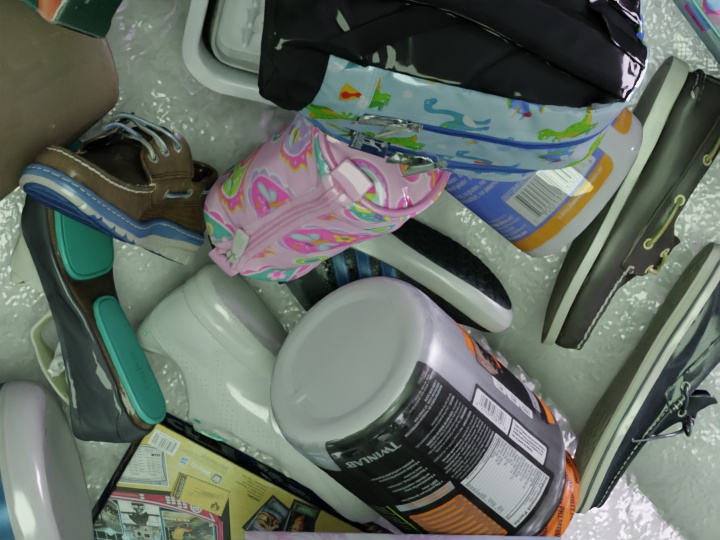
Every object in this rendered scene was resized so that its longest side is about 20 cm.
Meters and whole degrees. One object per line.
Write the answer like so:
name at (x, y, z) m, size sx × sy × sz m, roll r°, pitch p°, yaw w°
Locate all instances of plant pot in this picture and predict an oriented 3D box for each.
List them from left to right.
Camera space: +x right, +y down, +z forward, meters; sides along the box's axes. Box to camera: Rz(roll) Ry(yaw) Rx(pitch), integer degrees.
plant pot at (-0.243, -0.113, 1.267) m, size 0.174 × 0.200 × 0.201 m, roll -27°, pitch 104°, yaw -16°

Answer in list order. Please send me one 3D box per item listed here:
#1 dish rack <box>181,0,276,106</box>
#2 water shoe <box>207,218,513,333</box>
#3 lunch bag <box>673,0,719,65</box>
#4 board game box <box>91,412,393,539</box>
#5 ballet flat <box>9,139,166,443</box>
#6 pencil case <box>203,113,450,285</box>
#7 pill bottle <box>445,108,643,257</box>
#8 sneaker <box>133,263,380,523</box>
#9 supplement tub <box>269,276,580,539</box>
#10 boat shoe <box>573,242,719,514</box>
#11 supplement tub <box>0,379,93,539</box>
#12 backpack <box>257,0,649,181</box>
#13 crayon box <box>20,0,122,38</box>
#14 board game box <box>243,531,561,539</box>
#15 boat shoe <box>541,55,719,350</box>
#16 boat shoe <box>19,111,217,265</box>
dish rack at (0.009, -0.160, 1.201) m, size 0.199 × 0.044 × 0.172 m, roll 12°, pitch 131°, yaw -8°
water shoe at (0.000, 0.000, 1.368) m, size 0.200 × 0.072 × 0.079 m, roll 28°, pitch 109°, yaw -1°
lunch bag at (0.298, -0.200, 1.341) m, size 0.200 × 0.077 × 0.160 m, roll -40°, pitch 102°, yaw 4°
board game box at (-0.083, 0.195, 1.413) m, size 0.200 × 0.035 × 0.136 m, roll 30°, pitch 99°, yaw -11°
ballet flat at (-0.183, 0.015, 1.342) m, size 0.073 × 0.073 × 0.201 m, roll -18°, pitch 87°, yaw -1°
pencil case at (-0.023, -0.047, 1.226) m, size 0.087 × 0.200 × 0.088 m, roll 6°, pitch 76°, yaw -24°
pill bottle at (0.067, -0.108, 1.323) m, size 0.200 × 0.112 × 0.112 m, roll 38°, pitch 96°, yaw -11°
sneaker at (-0.065, 0.092, 1.384) m, size 0.088 × 0.075 × 0.200 m, roll -34°, pitch 102°, yaw 20°
supplement tub at (0.046, 0.102, 1.333) m, size 0.122 × 0.123 × 0.200 m, roll -44°, pitch 131°, yaw 5°
boat shoe at (0.200, 0.078, 1.396) m, size 0.062 × 0.075 × 0.200 m, roll 33°, pitch 92°, yaw -5°
supplement tub at (-0.277, 0.156, 1.327) m, size 0.199 × 0.145 × 0.145 m, roll -13°, pitch 103°, yaw 3°
backpack at (0.049, -0.126, 1.108) m, size 0.199 × 0.164 × 0.154 m, roll 5°, pitch 146°, yaw -3°
crayon box at (-0.194, -0.235, 1.204) m, size 0.200 × 0.051 × 0.127 m, roll 36°, pitch 102°, yaw 27°
board game box at (0.015, 0.245, 1.352) m, size 0.199 × 0.041 × 0.200 m, roll 3°, pitch 131°, yaw -10°
boat shoe at (0.179, -0.034, 1.369) m, size 0.060 × 0.072 × 0.202 m, roll 25°, pitch 96°, yaw -6°
boat shoe at (-0.140, -0.057, 1.283) m, size 0.072 × 0.200 × 0.073 m, roll 26°, pitch 90°, yaw 15°
